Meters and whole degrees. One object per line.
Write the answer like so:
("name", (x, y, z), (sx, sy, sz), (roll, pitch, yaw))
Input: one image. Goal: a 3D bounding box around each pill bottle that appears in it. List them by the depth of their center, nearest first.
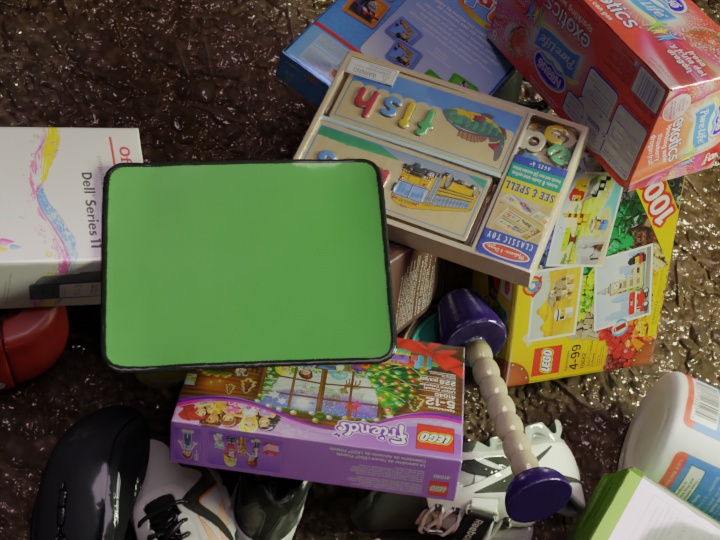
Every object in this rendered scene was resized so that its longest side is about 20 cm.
("pill bottle", (0.321, 0.170, 1.086), (0.199, 0.112, 0.113), (25, 55, -2))

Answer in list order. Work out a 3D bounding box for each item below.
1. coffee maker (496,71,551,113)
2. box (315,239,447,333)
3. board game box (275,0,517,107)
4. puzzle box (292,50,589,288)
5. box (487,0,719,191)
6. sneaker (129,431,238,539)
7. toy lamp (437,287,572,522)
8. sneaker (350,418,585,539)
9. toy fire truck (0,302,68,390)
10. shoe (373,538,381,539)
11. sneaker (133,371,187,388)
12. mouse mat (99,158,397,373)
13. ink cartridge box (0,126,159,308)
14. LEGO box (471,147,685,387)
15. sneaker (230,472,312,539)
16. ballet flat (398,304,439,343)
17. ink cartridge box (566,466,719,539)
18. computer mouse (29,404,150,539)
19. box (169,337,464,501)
("coffee maker", (0.089, -0.124, 1.178), (0.191, 0.135, 0.201), (16, 57, -9))
("box", (0.000, 0.000, 1.033), (0.099, 0.076, 0.200), (11, 11, 16))
("board game box", (0.048, -0.184, 1.100), (0.151, 0.037, 0.200), (37, 59, 6))
("puzzle box", (0.055, -0.078, 0.987), (0.199, 0.025, 0.134), (19, 66, 13))
("box", (0.197, -0.169, 1.030), (0.094, 0.103, 0.200), (-15, 51, -28))
("sneaker", (-0.120, 0.197, 0.938), (0.073, 0.080, 0.201), (-34, 69, 3))
("toy lamp", (0.105, 0.095, 1.023), (0.058, 0.058, 0.201), (-4, 46, -19))
("sneaker", (0.091, 0.181, 1.029), (0.199, 0.074, 0.089), (-13, 63, -24))
("toy fire truck", (-0.246, -0.001, 1.020), (0.198, 0.129, 0.177), (-9, 62, -11))
("shoe", (-0.023, 0.277, 0.941), (0.091, 0.072, 0.200), (44, 52, 13))
("sneaker", (-0.114, -0.002, 1.050), (0.200, 0.075, 0.106), (-45, 124, -32))
("mouse mat", (-0.078, -0.007, 0.912), (0.198, 0.008, 0.162), (-2, 62, -5))
("ink cartridge box", (-0.213, -0.039, 0.951), (0.198, 0.067, 0.118), (-2, 60, -22))
("LEGO box", (0.176, -0.018, 1.099), (0.148, 0.202, 0.077), (-7, 27, -21))
("sneaker", (-0.053, 0.112, 1.015), (0.066, 0.091, 0.201), (16, 56, -8))
("ballet flat", (0.022, 0.089, 1.061), (0.200, 0.067, 0.069), (-53, 129, -55))
("ink cartridge box", (0.241, 0.265, 0.997), (0.199, 0.076, 0.148), (33, 78, 3))
("computer mouse", (-0.174, 0.179, 0.906), (0.139, 0.046, 0.201), (0, 61, 28))
("box", (-0.026, 0.093, 0.949), (0.198, 0.039, 0.137), (8, 32, 0))
